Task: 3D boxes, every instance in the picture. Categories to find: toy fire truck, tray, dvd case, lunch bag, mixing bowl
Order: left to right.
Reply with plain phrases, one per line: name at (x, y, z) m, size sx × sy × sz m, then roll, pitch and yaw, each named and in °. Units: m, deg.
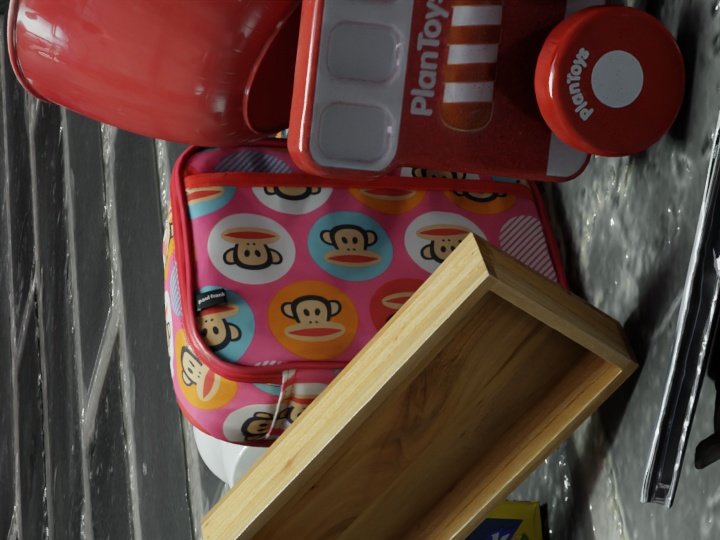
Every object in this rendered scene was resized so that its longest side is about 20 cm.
mixing bowl at (-0.060, -0.135, 1.015) m, size 0.108 × 0.200 × 0.201 m, roll 37°, pitch 136°, yaw 18°
lunch bag at (0.000, 0.000, 1.061) m, size 0.082 × 0.198 × 0.177 m, roll 105°, pitch 161°, yaw -48°
tray at (0.025, 0.081, 0.986) m, size 0.200 × 0.098 × 0.037 m, roll -48°, pitch 33°, yaw 21°
toy fire truck at (0.055, -0.137, 0.952) m, size 0.112 × 0.166 × 0.202 m, roll -150°, pitch 65°, yaw -72°
dvd case at (0.138, -0.030, 0.798) m, size 0.149 × 0.016 × 0.202 m, roll -50°, pitch -29°, yaw -69°

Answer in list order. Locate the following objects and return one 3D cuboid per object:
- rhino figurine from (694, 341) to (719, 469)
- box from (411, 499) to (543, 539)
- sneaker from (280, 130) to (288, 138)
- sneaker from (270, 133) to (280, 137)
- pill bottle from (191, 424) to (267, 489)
rhino figurine at (0.162, 0.020, 0.745) m, size 0.200 × 0.059 × 0.088 m, roll 119°, pitch 153°, yaw -59°
box at (0.032, 0.173, 1.134) m, size 0.200 × 0.069 × 0.065 m, roll 132°, pitch 139°, yaw -65°
sneaker at (0.016, -0.088, 1.214) m, size 0.200 × 0.086 × 0.078 m, roll 144°, pitch 127°, yaw -58°
sneaker at (-0.045, -0.068, 1.420) m, size 0.070 × 0.089 × 0.202 m, roll 114°, pitch 154°, yaw -50°
pill bottle at (-0.062, 0.078, 1.409) m, size 0.200 × 0.111 × 0.113 m, roll -112°, pitch 31°, yaw -56°
